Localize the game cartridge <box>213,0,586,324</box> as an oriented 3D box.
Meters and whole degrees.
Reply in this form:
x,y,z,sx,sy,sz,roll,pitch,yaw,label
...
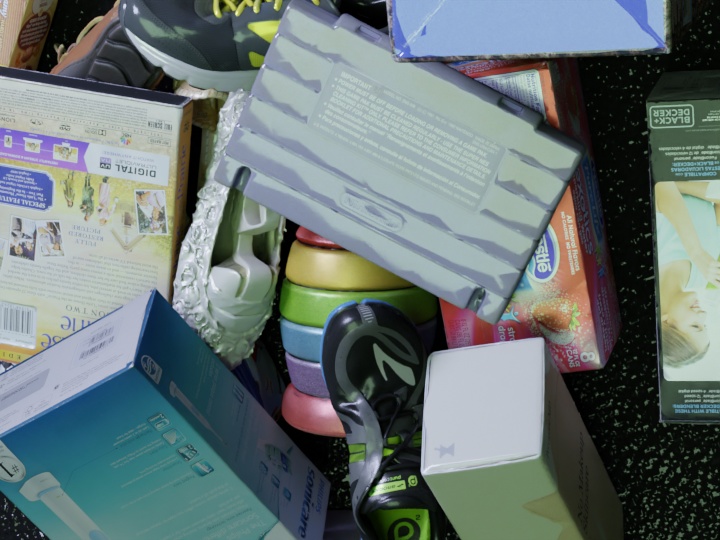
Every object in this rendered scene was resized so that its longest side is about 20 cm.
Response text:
x,y,z,sx,sy,sz,roll,pitch,yaw,label
0.024,-0.068,1.116,0.199,0.038,0.130,28,107,4,game cartridge

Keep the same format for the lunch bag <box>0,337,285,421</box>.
x,y,z,sx,sy,sz,roll,pitch,yaw,label
-0.164,0.081,1.305,0.199,0.076,0.161,-29,93,21,lunch bag

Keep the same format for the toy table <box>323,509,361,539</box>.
x,y,z,sx,sy,sz,roll,pitch,yaw,label
0.002,0.250,1.254,0.183,0.200,0.118,-18,107,-18,toy table

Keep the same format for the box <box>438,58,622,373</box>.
x,y,z,sx,sy,sz,roll,pitch,yaw,label
0.100,-0.038,1.174,0.099,0.095,0.201,-7,103,19,box

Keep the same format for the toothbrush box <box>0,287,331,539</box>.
x,y,z,sx,sy,sz,roll,pitch,yaw,label
-0.136,0.132,1.211,0.146,0.085,0.200,-28,117,24,toothbrush box

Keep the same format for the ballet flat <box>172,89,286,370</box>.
x,y,z,sx,sy,sz,roll,pitch,yaw,label
-0.077,-0.024,1.194,0.071,0.072,0.201,12,99,14,ballet flat

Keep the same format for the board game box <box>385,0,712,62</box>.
x,y,z,sx,sy,sz,roll,pitch,yaw,label
0.115,-0.188,1.071,0.159,0.200,0.097,0,106,18,board game box

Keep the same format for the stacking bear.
x,y,z,sx,sy,sz,roll,pitch,yaw,label
0.000,0.000,1.214,0.121,0.114,0.201,3,101,19,stacking bear

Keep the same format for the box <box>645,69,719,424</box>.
x,y,z,sx,sy,sz,roll,pitch,yaw,label
0.215,-0.017,1.134,0.060,0.117,0.201,0,103,15,box

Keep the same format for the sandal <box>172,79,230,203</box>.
x,y,z,sx,sy,sz,roll,pitch,yaw,label
-0.092,-0.111,1.229,0.077,0.070,0.213,5,106,17,sandal

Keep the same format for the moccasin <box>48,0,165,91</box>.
x,y,z,sx,sy,sz,roll,pitch,yaw,label
-0.185,-0.125,1.255,0.073,0.078,0.201,32,129,-10,moccasin

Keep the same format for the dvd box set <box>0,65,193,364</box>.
x,y,z,sx,sy,sz,roll,pitch,yaw,label
-0.188,-0.027,1.221,0.146,0.029,0.201,9,110,12,dvd box set

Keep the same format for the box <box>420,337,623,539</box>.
x,y,z,sx,sy,sz,roll,pitch,yaw,label
0.107,0.140,1.170,0.077,0.095,0.200,-9,140,19,box

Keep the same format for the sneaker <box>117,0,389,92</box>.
x,y,z,sx,sy,sz,roll,pitch,yaw,label
-0.051,-0.159,1.154,0.199,0.075,0.085,10,129,-18,sneaker

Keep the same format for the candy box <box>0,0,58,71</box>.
x,y,z,sx,sy,sz,roll,pitch,yaw,label
-0.284,-0.166,1.283,0.115,0.055,0.201,26,110,10,candy box

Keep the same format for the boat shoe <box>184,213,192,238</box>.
x,y,z,sx,sy,sz,roll,pitch,yaw,label
-0.215,-0.029,1.282,0.200,0.073,0.063,-9,116,23,boat shoe

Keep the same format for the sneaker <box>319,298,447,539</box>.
x,y,z,sx,sy,sz,roll,pitch,yaw,label
0.023,0.113,1.139,0.070,0.083,0.201,-12,105,-7,sneaker
